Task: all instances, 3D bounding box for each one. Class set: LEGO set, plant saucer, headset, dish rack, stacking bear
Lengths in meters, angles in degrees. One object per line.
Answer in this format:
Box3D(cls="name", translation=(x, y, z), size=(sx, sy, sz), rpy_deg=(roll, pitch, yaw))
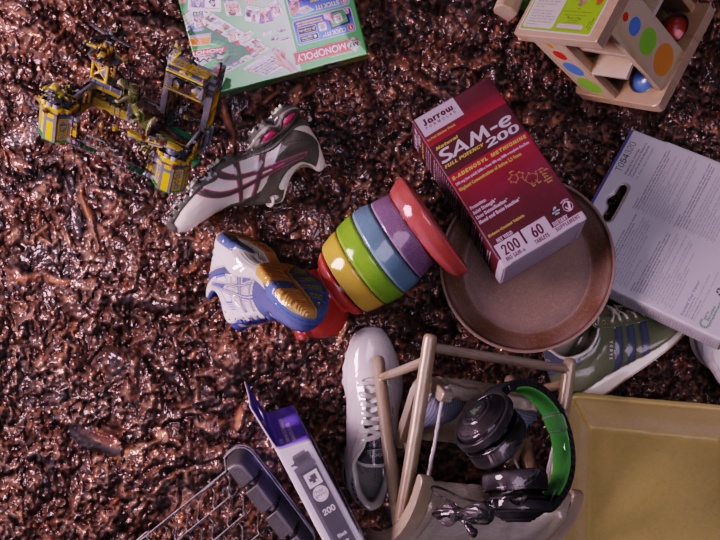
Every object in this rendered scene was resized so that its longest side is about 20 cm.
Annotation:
Box3D(cls="LEGO set", translation=(-0.233, -0.186, 0.793), size=(0.197, 0.154, 0.117), rpy_deg=(27, 126, 5))
Box3D(cls="plant saucer", translation=(0.319, 0.244, 0.820), size=(0.195, 0.049, 0.204), rpy_deg=(2, 63, 17))
Box3D(cls="headset", translation=(0.139, 0.175, 0.692), size=(0.198, 0.093, 0.126), rpy_deg=(-22, 88, -39))
Box3D(cls="plant saucer", translation=(0.190, -0.006, 0.871), size=(0.195, 0.037, 0.206), rpy_deg=(-3, 77, 14))
Box3D(cls="dish rack", translation=(-0.166, 0.321, 0.869), size=(0.199, 0.055, 0.155), rpy_deg=(-38, 93, -1))
Box3D(cls="stacking bear", translation=(0.000, 0.000, 0.847), size=(0.199, 0.114, 0.123), rpy_deg=(-37, 51, 9))

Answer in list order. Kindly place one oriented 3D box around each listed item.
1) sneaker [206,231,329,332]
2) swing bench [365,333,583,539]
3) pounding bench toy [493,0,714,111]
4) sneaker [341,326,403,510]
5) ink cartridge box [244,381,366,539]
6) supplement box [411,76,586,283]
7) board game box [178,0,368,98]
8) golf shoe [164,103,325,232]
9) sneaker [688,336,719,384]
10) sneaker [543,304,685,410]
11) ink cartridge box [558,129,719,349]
Box3D(cls="sneaker", translation=(-0.103, 0.031, 0.813), size=(0.074, 0.199, 0.090), rpy_deg=(11, 105, -38))
Box3D(cls="swing bench", translation=(0.121, 0.191, 0.800), size=(0.195, 0.129, 0.205), rpy_deg=(11, 69, -24))
Box3D(cls="pounding bench toy", translation=(0.264, -0.279, 0.861), size=(0.154, 0.199, 0.126), rpy_deg=(28, 92, -36))
Box3D(cls="sneaker", translation=(0.016, 0.167, 0.867), size=(0.074, 0.080, 0.206), rpy_deg=(0, 90, -3))
Box3D(cls="ink cartridge box", translation=(-0.058, 0.207, 0.803), size=(0.043, 0.198, 0.203), rpy_deg=(-29, 95, -10))
Box3D(cls="supplement box", translation=(0.150, -0.102, 0.846), size=(0.107, 0.061, 0.202), rpy_deg=(-29, 71, -3))
Box3D(cls="board game box", translation=(-0.102, -0.287, 0.868), size=(0.195, 0.029, 0.138), rpy_deg=(-15, 94, -5))
Box3D(cls="golf shoe", translation=(-0.130, -0.097, 0.850), size=(0.199, 0.077, 0.089), rpy_deg=(-39, 103, -1))
Box3D(cls="sneaker", translation=(0.464, 0.124, 0.895), size=(0.074, 0.100, 0.203), rpy_deg=(-30, 92, -1))
Box3D(cls="sneaker", translation=(0.302, 0.070, 0.893), size=(0.199, 0.067, 0.091), rpy_deg=(-38, 99, 0))
Box3D(cls="ink cartridge box", translation=(0.363, -0.042, 0.878), size=(0.198, 0.043, 0.199), rpy_deg=(28, 79, 26))
